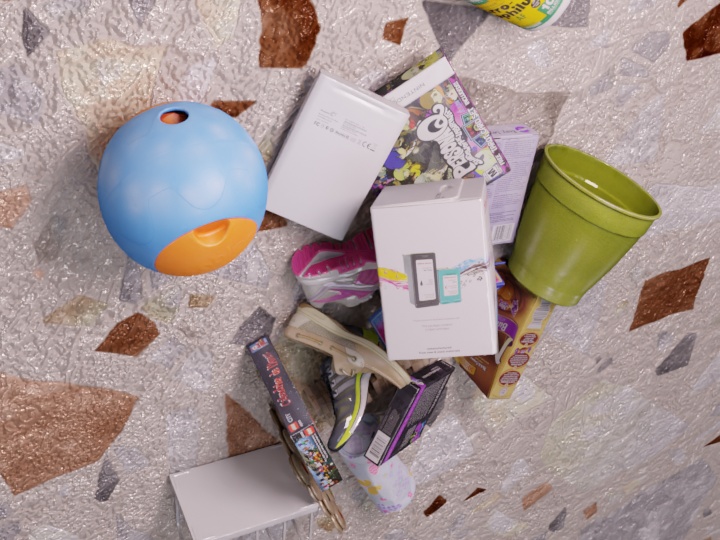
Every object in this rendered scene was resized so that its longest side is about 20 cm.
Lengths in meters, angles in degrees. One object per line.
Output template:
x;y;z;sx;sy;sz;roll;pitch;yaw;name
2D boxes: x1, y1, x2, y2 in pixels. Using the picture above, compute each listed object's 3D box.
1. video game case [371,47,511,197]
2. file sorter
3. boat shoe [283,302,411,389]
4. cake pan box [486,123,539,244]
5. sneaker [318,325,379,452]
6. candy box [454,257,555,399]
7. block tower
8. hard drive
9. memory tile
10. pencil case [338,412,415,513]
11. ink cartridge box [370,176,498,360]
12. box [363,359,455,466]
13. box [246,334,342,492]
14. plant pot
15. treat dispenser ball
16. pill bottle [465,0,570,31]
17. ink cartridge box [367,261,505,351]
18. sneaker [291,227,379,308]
0.083;-0.169;1.302;0.179;0.036;0.201;-30;121;12;video game case
-0.186;0.387;1.510;0.197;0.139;0.126;-11;130;-24;file sorter
-0.019;0.124;1.403;0.066;0.198;0.072;-57;176;-10;boat shoe
0.164;-0.122;1.426;0.197;0.052;0.187;-9;127;-25;cake pan box
-0.028;0.174;1.452;0.079;0.203;0.074;15;154;-5;sneaker
0.235;0.096;1.572;0.056;0.117;0.203;4;118;-33;candy box
0.011;0.170;1.532;0.198;0.054;0.058;-31;131;-8;block tower
-0.038;-0.148;1.263;0.130;0.026;0.202;21;117;-18;hard drive
-0.081;0.312;1.508;0.017;0.154;0.201;-30;134;-1;memory tile
0.028;0.329;1.633;0.201;0.082;0.092;63;40;-41;pencil case
0.101;-0.006;1.255;0.143;0.147;0.204;-4;104;10;ink cartridge box
0.083;0.226;1.552;0.145;0.036;0.199;-64;161;13;box
-0.097;0.205;1.392;0.037;0.201;0.138;-27;132;-7;box
0.326;-0.057;1.473;0.198;0.201;0.195;8;121;-34;plant pot
-0.207;-0.095;1.122;0.198;0.201;0.204;-15;128;-21;treat dispenser ball
0.169;-0.386;1.205;0.198;0.113;0.114;13;114;-37;pill bottle
0.124;0.036;1.426;0.200;0.077;0.136;-45;161;25;ink cartridge box
0.000;0.000;1.390;0.196;0.082;0.089;-9;134;-4;sneaker
